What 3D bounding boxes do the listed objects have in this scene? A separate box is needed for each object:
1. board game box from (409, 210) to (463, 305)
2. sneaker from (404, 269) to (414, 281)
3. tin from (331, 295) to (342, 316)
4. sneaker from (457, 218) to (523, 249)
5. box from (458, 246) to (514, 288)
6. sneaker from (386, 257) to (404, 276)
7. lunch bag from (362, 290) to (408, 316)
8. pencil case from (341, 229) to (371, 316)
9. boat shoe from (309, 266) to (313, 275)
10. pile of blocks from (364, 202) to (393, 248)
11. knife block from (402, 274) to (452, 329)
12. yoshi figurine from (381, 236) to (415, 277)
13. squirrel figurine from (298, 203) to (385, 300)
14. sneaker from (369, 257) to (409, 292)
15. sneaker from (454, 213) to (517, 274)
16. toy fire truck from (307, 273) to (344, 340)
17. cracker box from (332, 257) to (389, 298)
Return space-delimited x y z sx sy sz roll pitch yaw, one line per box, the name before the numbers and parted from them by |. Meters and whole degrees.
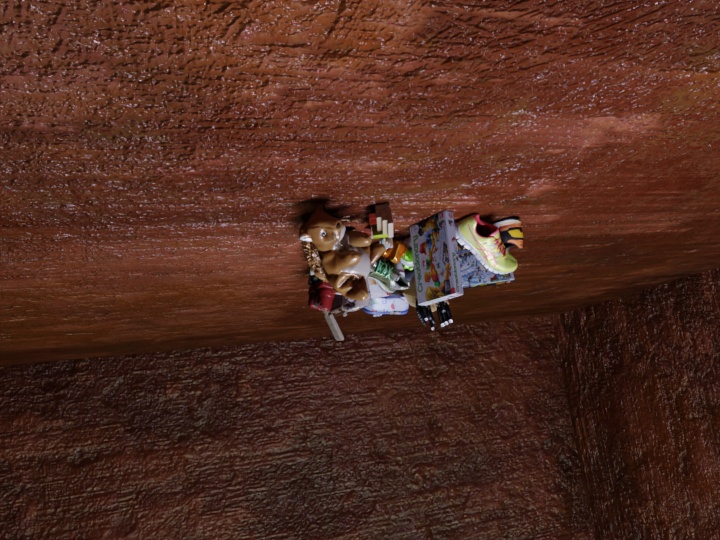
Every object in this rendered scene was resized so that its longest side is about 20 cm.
board game box | 0.183 -0.028 1.305 0.034 0.205 0.125 6 161 -38
sneaker | 0.205 -0.026 1.663 0.197 0.076 0.087 -21 143 26
tin | -0.067 0.081 1.725 0.041 0.115 0.199 19 159 -21
sneaker | 0.349 -0.072 1.452 0.069 0.092 0.198 6 161 -44
box | 0.330 -0.023 1.540 0.195 0.140 0.040 -7 164 2
sneaker | 0.087 0.002 1.612 0.073 0.093 0.199 3 -173 -20
lunch bag | 0.066 0.077 1.673 0.156 0.077 0.200 2 -160 -20
pencil case | -0.030 0.006 1.327 0.087 0.205 0.078 -13 -178 -11
boat shoe | -0.108 -0.029 1.453 0.062 0.073 0.200 -5 175 -7
pile of blocks | 0.040 -0.087 1.243 0.061 0.084 0.200 -7 167 -1
knife block | 0.216 0.064 1.523 0.173 0.202 0.064 15 152 44
yoshi figurine | 0.147 -0.016 1.468 0.197 0.115 0.112 17 145 -32
squirrel figurine | -0.071 -0.050 1.164 0.197 0.144 0.187 6 150 45
sneaker | 0.066 0.000 1.423 0.087 0.079 0.199 6 162 43
sneaker | 0.330 -0.067 1.353 0.198 0.079 0.090 35 138 -12
toy fire truck | -0.100 0.101 1.619 0.126 0.205 0.176 15 164 -13
cracker box | 0.000 0.000 1.471 0.057 0.137 0.198 -15 165 34
